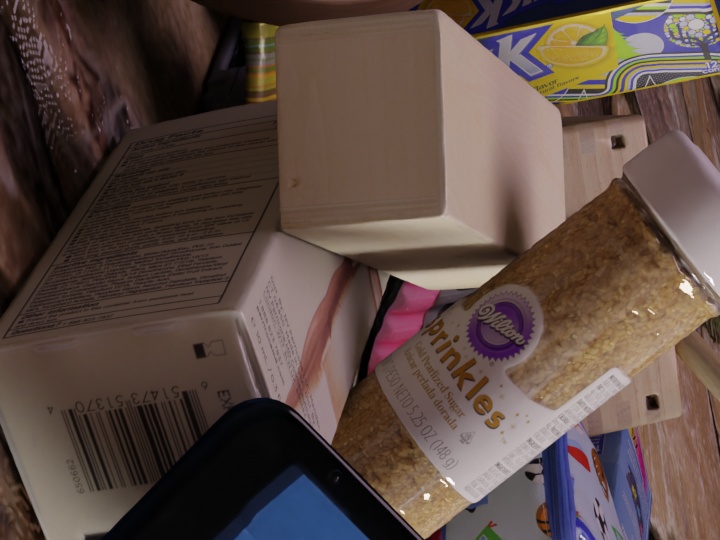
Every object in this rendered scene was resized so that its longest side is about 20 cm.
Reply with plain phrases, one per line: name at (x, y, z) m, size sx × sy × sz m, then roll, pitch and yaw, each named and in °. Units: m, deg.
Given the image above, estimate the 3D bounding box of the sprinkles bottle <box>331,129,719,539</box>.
sprinkles bottle at (0.063, 0.033, 0.888) m, size 0.068 × 0.200 × 0.068 m, roll 50°, pitch 8°, yaw -9°

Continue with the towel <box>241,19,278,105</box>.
towel at (-0.041, -0.017, 1.049) m, size 0.086 × 0.018 × 0.201 m, roll -25°, pitch 120°, yaw -69°

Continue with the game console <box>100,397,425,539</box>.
game console at (-0.021, 0.175, 0.748) m, size 0.200 × 0.118 × 0.171 m, roll 45°, pitch 28°, yaw -17°

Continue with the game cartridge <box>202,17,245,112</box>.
game cartridge at (-0.031, -0.075, 1.177) m, size 0.200 × 0.041 × 0.134 m, roll -77°, pitch 157°, yaw -56°

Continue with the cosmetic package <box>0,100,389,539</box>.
cosmetic package at (-0.058, 0.014, 0.882) m, size 0.200 × 0.103 × 0.088 m, roll -67°, pitch 144°, yaw -61°

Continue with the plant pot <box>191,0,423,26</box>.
plant pot at (-0.046, -0.178, 0.994) m, size 0.093 × 0.200 × 0.202 m, roll 134°, pitch -40°, yaw -54°

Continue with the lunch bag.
lunch bag at (0.094, 0.173, 1.051) m, size 0.160 × 0.075 × 0.201 m, roll -90°, pitch 161°, yaw -63°

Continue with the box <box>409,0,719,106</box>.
box at (0.078, -0.123, 1.157) m, size 0.070 × 0.199 × 0.065 m, roll 59°, pitch 26°, yaw -52°

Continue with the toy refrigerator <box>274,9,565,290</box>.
toy refrigerator at (0.026, -0.041, 0.909) m, size 0.200 × 0.070 × 0.076 m, roll 19°, pitch 68°, yaw -71°

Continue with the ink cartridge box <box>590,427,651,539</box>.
ink cartridge box at (0.081, 0.154, 1.243) m, size 0.200 × 0.136 × 0.077 m, roll -71°, pitch 147°, yaw -62°

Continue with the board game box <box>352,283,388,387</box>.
board game box at (0.000, 0.000, 1.105) m, size 0.105 × 0.023 × 0.201 m, roll -65°, pitch 166°, yaw -57°

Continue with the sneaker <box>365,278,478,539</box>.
sneaker at (0.031, 0.057, 1.154) m, size 0.096 × 0.079 × 0.201 m, roll -105°, pitch -156°, yaw -61°

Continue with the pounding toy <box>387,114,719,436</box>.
pounding toy at (0.110, 0.014, 1.221) m, size 0.200 × 0.142 × 0.185 m, roll -172°, pitch -107°, yaw -70°
